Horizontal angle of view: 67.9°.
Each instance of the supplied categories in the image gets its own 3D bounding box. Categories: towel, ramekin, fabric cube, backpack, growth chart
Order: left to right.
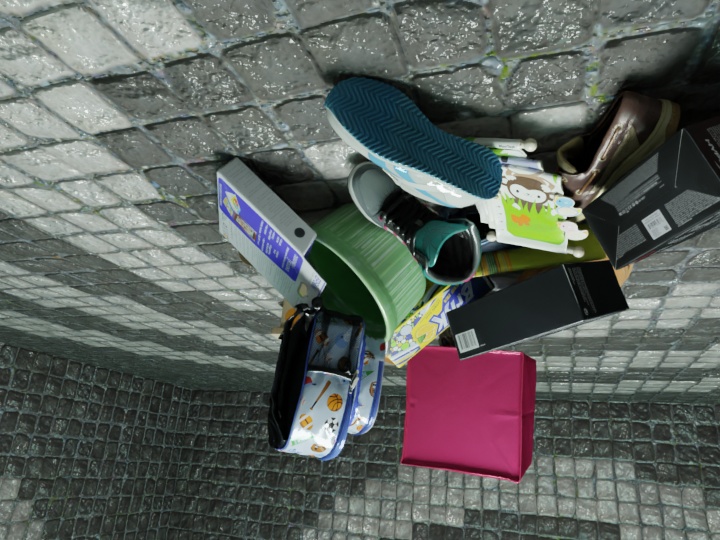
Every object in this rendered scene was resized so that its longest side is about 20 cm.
[{"bbox_3d":[-0.055,0.160,0.738,0.153,0.192,0.200,20,158,-7],"label":"backpack"},{"bbox_3d":[0.000,0.000,0.771,0.200,0.098,0.201,39,155,22],"label":"ramekin"},{"bbox_3d":[0.195,0.239,0.929,0.194,0.202,0.199,1,170,22],"label":"fabric cube"},{"bbox_3d":[0.179,-0.084,0.620,0.144,0.018,0.200,10,151,43],"label":"growth chart"},{"bbox_3d":[0.235,-0.026,0.766,0.198,0.086,0.018,-8,127,9],"label":"towel"}]

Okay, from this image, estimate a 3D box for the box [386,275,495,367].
[{"bbox_3d":[0.107,0.054,0.837,0.200,0.064,0.070,-40,125,5],"label":"box"}]

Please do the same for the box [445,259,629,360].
[{"bbox_3d":[0.243,0.057,0.751,0.140,0.080,0.199,-1,160,-42],"label":"box"}]

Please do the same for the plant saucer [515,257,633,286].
[{"bbox_3d":[0.344,0.023,0.861,0.198,0.033,0.201,-9,139,-8],"label":"plant saucer"}]

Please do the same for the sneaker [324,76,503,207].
[{"bbox_3d":[0.047,-0.122,0.556,0.199,0.077,0.081,28,163,-16],"label":"sneaker"}]

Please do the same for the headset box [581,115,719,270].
[{"bbox_3d":[0.345,-0.088,0.515,0.198,0.078,0.149,-21,165,-18],"label":"headset box"}]

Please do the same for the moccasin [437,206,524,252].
[{"bbox_3d":[0.146,-0.062,0.751,0.198,0.081,0.068,-13,154,4],"label":"moccasin"}]

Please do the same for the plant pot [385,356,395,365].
[{"bbox_3d":[0.038,0.082,0.968,0.198,0.141,0.200,23,168,5],"label":"plant pot"}]

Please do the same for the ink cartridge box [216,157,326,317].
[{"bbox_3d":[-0.120,-0.033,0.751,0.200,0.043,0.198,46,157,4],"label":"ink cartridge box"}]

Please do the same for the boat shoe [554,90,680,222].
[{"bbox_3d":[0.243,-0.117,0.577,0.071,0.073,0.200,19,157,-5],"label":"boat shoe"}]

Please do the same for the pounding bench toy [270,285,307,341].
[{"bbox_3d":[-0.082,0.096,1.086,0.123,0.158,0.200,1,160,14],"label":"pounding bench toy"}]

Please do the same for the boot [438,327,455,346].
[{"bbox_3d":[0.199,0.131,1.037,0.095,0.074,0.200,-27,177,8],"label":"boot"}]

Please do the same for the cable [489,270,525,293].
[{"bbox_3d":[0.243,0.023,0.953,0.197,0.070,0.200,6,159,-2],"label":"cable"}]

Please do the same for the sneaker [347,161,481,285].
[{"bbox_3d":[0.071,-0.051,0.637,0.200,0.084,0.121,41,180,-15],"label":"sneaker"}]

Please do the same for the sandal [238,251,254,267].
[{"bbox_3d":[-0.099,-0.027,0.924,0.209,0.079,0.070,10,-168,5],"label":"sandal"}]
